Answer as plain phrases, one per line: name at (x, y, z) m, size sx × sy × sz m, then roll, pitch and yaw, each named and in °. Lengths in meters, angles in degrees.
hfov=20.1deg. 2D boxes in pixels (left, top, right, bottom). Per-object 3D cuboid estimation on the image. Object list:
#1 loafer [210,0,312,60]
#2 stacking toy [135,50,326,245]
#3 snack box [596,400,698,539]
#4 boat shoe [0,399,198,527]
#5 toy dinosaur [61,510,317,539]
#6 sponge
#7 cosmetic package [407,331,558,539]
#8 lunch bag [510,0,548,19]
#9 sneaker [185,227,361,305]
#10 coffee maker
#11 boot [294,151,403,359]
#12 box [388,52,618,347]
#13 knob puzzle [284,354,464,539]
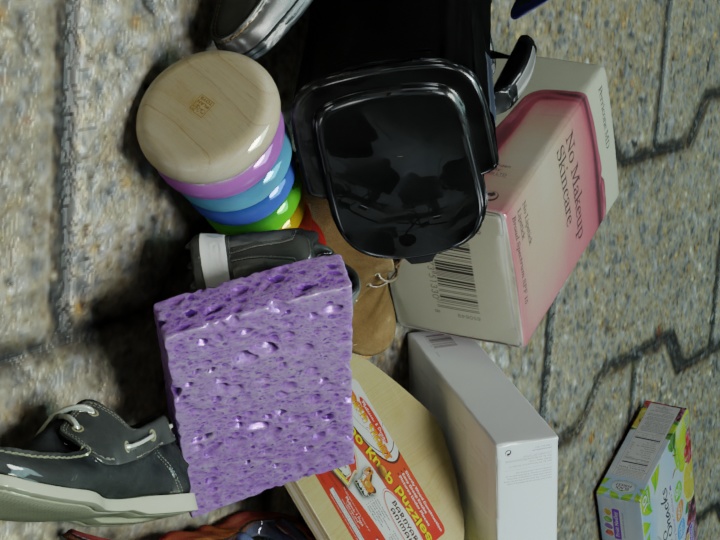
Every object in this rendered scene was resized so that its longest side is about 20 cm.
loafer at (-0.054, -0.219, 1.216) m, size 0.072 × 0.073 × 0.201 m, roll 36°, pitch 61°, yaw -38°
stacking toy at (-0.068, -0.048, 1.235) m, size 0.200 × 0.085 × 0.086 m, roll 65°, pitch 42°, yaw -60°
snack box at (0.297, 0.255, 2.083) m, size 0.142 × 0.053 × 0.201 m, roll -53°, pitch 143°, yaw -41°
boat shoe at (-0.160, 0.105, 1.111) m, size 0.200 × 0.072 × 0.068 m, roll 13°, pitch 69°, yaw -63°
toy dinosaur at (-0.083, 0.180, 1.265) m, size 0.182 × 0.104 × 0.201 m, roll -73°, pitch 149°, yaw -57°
sponge at (-0.059, 0.071, 1.204) m, size 0.200 × 0.111 × 0.030 m, roll 89°, pitch -19°, yaw -53°
cosmetic package at (0.088, 0.149, 1.494) m, size 0.200 × 0.051 × 0.152 m, roll -128°, pitch -145°, yaw -62°
lunch bag at (0.111, -0.264, 1.366) m, size 0.170 × 0.199 × 0.128 m, roll -58°, pitch 146°, yaw -38°
sneaker at (-0.039, 0.029, 1.244) m, size 0.200 × 0.090 × 0.067 m, roll 67°, pitch 11°, yaw -62°
coffee maker at (0.014, -0.133, 1.250) m, size 0.192 × 0.134 × 0.200 m, roll 51°, pitch 22°, yaw -26°
boot at (0.000, 0.000, 1.377) m, size 0.074 × 0.075 × 0.200 m, roll -66°, pitch 152°, yaw -29°
box at (0.107, -0.057, 1.531) m, size 0.200 × 0.108 × 0.128 m, roll -54°, pitch 143°, yaw -42°
knob puzzle at (0.004, 0.141, 1.391) m, size 0.219 × 0.030 × 0.220 m, roll 37°, pitch 35°, yaw -32°
